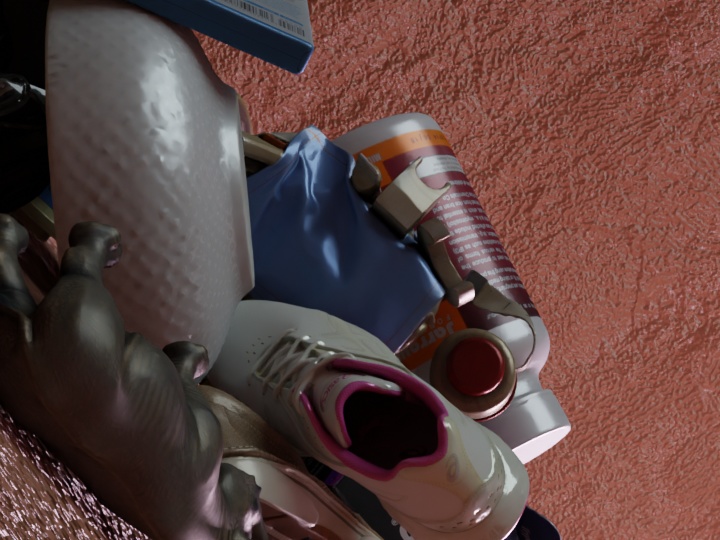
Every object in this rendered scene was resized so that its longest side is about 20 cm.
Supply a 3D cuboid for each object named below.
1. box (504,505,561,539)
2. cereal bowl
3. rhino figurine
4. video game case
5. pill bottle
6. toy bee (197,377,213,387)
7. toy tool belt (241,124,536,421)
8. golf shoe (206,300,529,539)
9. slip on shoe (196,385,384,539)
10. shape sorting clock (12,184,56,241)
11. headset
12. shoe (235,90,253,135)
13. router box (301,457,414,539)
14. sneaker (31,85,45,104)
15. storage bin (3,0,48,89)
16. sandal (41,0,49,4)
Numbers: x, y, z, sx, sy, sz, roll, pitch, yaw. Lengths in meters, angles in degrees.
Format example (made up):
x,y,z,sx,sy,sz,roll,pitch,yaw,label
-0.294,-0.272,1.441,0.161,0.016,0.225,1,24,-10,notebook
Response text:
x,y,z,sx,sy,sz,roll,pitch,yaw,label
0.033,0.136,1.198,0.199,0.032,0.122,28,-28,33,box
-0.094,-0.035,1.008,0.200,0.082,0.202,174,-90,-89,cereal bowl
-0.085,0.066,0.859,0.200,0.059,0.088,55,18,-39,rhino figurine
-0.093,-0.166,1.047,0.142,0.018,0.200,22,24,-15,video game case
0.038,0.021,1.230,0.201,0.112,0.113,62,1,13,pill bottle
-0.065,0.045,1.280,0.109,0.131,0.201,37,-21,41,toy bee
0.000,0.000,1.114,0.200,0.125,0.123,38,-11,9,toy tool belt
-0.009,0.057,1.016,0.199,0.076,0.092,28,-13,34,golf shoe
-0.040,0.119,1.033,0.200,0.076,0.061,43,29,-53,slip on shoe
-0.192,-0.053,1.223,0.200,0.039,0.200,44,-2,1,shape sorting clock
-0.196,-0.077,1.010,0.200,0.094,0.124,8,-56,66,headset
-0.117,-0.033,1.316,0.053,0.069,0.201,47,-47,37,shoe
0.014,0.169,1.173,0.201,0.051,0.149,55,-26,-20,router box
-0.230,-0.115,1.340,0.200,0.076,0.091,46,8,2,sneaker
-0.167,-0.135,1.190,0.133,0.147,0.200,16,2,-7,storage bin
-0.191,-0.188,1.065,0.199,0.054,0.080,34,-3,12,sandal
